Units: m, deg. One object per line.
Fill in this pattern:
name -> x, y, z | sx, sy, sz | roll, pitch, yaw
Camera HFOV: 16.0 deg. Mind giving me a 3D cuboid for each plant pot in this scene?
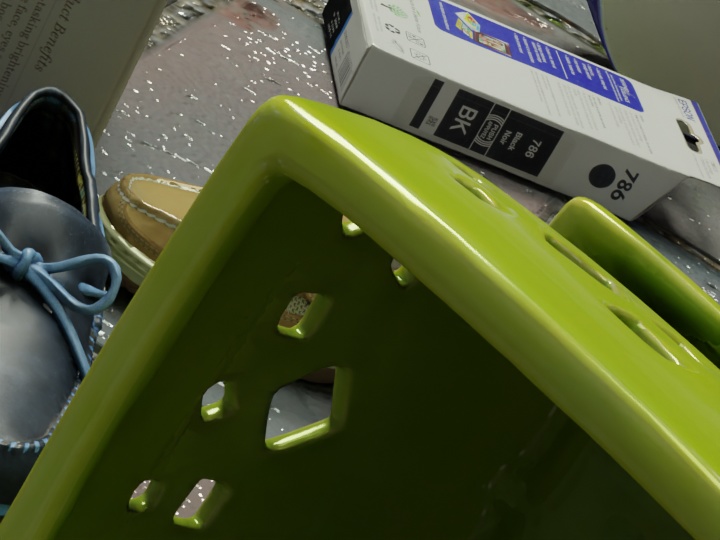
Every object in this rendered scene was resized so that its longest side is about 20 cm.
plant pot -> 0.039, 0.093, 0.682 | 0.199, 0.200, 0.181 | 43, 20, 28

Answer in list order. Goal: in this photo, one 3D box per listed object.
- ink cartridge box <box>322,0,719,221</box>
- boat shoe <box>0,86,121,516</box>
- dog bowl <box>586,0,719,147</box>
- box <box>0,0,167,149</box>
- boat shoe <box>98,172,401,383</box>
ink cartridge box -> 0.080, -0.080, 1.234 | 0.200, 0.039, 0.100 | 20, 26, -17
boat shoe -> -0.120, -0.001, 0.827 | 0.084, 0.069, 0.200 | 19, 27, -22
dog bowl -> 0.216, -0.165, 1.349 | 0.200, 0.200, 0.079 | 22, 29, -17
box -> -0.180, -0.135, 0.974 | 0.200, 0.106, 0.152 | 22, 26, -16
boat shoe -> 0.000, 0.000, 0.947 | 0.200, 0.076, 0.072 | 22, 26, -15
